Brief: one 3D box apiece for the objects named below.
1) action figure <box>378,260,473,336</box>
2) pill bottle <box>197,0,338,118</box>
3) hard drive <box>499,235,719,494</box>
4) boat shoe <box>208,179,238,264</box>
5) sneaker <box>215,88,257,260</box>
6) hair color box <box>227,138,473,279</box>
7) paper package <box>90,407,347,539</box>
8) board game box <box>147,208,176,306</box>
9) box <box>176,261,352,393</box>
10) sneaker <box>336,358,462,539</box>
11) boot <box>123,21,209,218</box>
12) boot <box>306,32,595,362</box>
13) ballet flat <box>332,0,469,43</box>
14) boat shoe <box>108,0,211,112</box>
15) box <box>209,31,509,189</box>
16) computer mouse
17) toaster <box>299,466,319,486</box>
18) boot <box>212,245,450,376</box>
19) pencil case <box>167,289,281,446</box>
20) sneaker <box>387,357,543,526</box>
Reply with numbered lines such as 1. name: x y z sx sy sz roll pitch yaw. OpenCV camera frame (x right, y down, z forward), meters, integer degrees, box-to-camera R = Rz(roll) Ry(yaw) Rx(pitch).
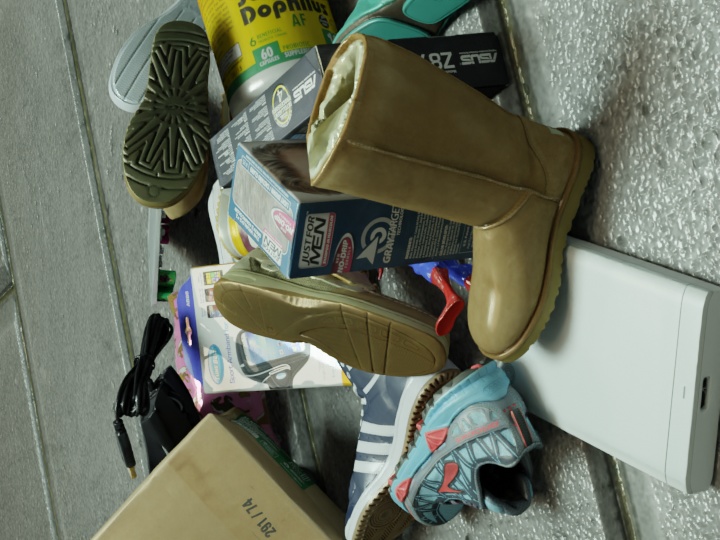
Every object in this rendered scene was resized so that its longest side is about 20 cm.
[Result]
1. action figure: 0.047 -0.020 1.088 0.052 0.065 0.201 -66 32 32
2. pill bottle: -0.085 -0.232 1.236 0.113 0.112 0.202 -44 58 54
3. hard drive: 0.165 0.053 0.950 0.200 0.026 0.133 25 117 56
4. boat shoe: -0.101 -0.017 1.347 0.201 0.073 0.065 66 150 25
5. sneaker: -0.079 -0.108 1.306 0.089 0.075 0.202 -8 70 23
6. hair color box: 0.016 -0.052 1.013 0.100 0.199 0.061 43 131 47
7. paper package: -0.113 0.254 1.239 0.200 0.191 0.103 44 -177 7
8. board game box: -0.210 -0.091 1.500 0.200 0.026 0.202 -113 27 -65
9. box: -0.080 0.048 1.276 0.199 0.041 0.120 -6 91 34
10. sneaker: 0.017 0.132 1.175 0.109 0.070 0.201 47 128 39
11. boot: -0.161 -0.097 1.229 0.200 0.066 0.177 106 175 -66
12. boot: 0.048 -0.042 0.922 0.066 0.199 0.177 17 92 56
13. ballet flat: 0.041 -0.214 1.088 0.200 0.067 0.071 -31 45 57
14. boat shoe: -0.170 -0.220 1.351 0.072 0.200 0.062 35 155 4
15. box: -0.005 -0.121 1.075 0.200 0.160 0.050 -29 72 57
16. computer mouse: -0.182 0.153 1.300 0.141 0.046 0.201 -74 -14 -52
17. toaster: -0.126 0.261 1.391 0.200 0.128 0.115 -23 76 59
18. boot: 0.000 0.000 1.139 0.198 0.156 0.073 13 135 21
19. pencil case: -0.139 0.106 1.421 0.082 0.086 0.202 -17 79 33
20. sneaker: 0.082 0.156 1.053 0.096 0.079 0.201 49 153 23
